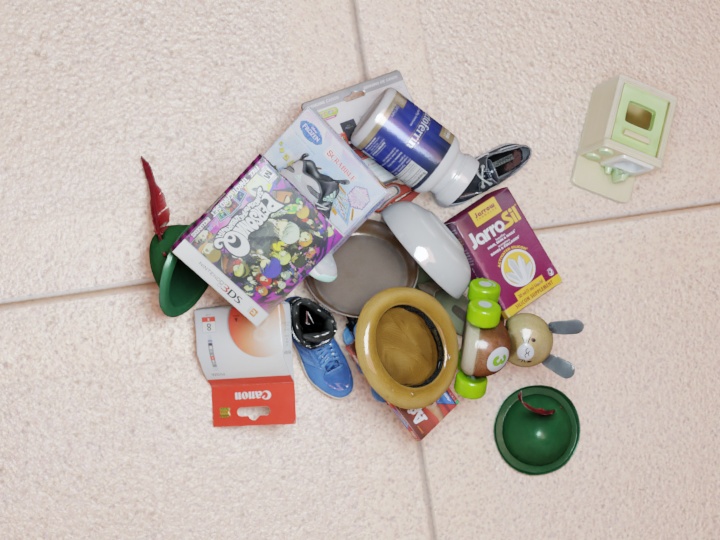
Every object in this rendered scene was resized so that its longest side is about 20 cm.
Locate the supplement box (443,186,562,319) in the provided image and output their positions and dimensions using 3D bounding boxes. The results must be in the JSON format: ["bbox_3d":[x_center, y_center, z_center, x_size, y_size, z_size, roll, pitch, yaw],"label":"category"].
[{"bbox_3d":[0.248,-0.029,1.707,0.131,0.103,0.201,-33,94,-14],"label":"supplement box"}]

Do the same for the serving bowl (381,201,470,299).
[{"bbox_3d":[0.124,-0.047,1.618,0.066,0.200,0.200,-41,98,10],"label":"serving bowl"}]

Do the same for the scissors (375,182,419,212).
[{"bbox_3d":[0.105,-0.159,1.723,0.200,0.014,0.073,-41,97,-14],"label":"scissors"}]

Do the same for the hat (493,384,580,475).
[{"bbox_3d":[0.336,0.288,1.669,0.199,0.176,0.167,1,86,-15],"label":"hat"}]

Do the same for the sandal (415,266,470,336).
[{"bbox_3d":[0.144,0.045,1.697,0.200,0.057,0.080,33,78,-11],"label":"sandal"}]

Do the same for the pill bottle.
[{"bbox_3d":[0.093,-0.202,1.584,0.200,0.116,0.116,35,78,-11],"label":"pill bottle"}]

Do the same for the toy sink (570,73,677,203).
[{"bbox_3d":[0.495,-0.244,1.784,0.130,0.112,0.201,19,81,-13],"label":"toy sink"}]

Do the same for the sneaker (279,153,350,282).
[{"bbox_3d":[-0.062,-0.093,1.510,0.140,0.078,0.201,-34,84,26],"label":"sneaker"}]

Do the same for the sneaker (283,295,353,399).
[{"bbox_3d":[-0.067,0.132,1.606,0.076,0.111,0.201,-29,94,-15],"label":"sneaker"}]

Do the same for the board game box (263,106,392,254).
[{"bbox_3d":[-0.084,-0.131,1.586,0.199,0.041,0.200,-44,81,15],"label":"board game box"}]

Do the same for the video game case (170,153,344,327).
[{"bbox_3d":[-0.155,-0.044,1.449,0.200,0.036,0.181,-45,111,2],"label":"video game case"}]

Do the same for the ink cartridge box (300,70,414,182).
[{"bbox_3d":[0.006,-0.232,1.666,0.199,0.084,0.177,-21,91,-16],"label":"ink cartridge box"}]

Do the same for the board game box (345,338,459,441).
[{"bbox_3d":[0.072,0.176,1.599,0.103,0.019,0.200,-40,95,-25],"label":"board game box"}]

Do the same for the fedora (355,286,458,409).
[{"bbox_3d":[0.065,0.127,1.551,0.199,0.082,0.202,4,81,-27],"label":"fedora"}]

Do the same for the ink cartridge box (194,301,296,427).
[{"bbox_3d":[-0.191,0.156,1.563,0.161,0.050,0.201,-5,84,20],"label":"ink cartridge box"}]

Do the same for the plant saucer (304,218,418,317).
[{"bbox_3d":[0.000,0.000,1.637,0.199,0.032,0.201,1,58,-2],"label":"plant saucer"}]

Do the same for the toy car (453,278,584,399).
[{"bbox_3d":[0.268,0.124,1.592,0.199,0.158,0.165,9,114,4],"label":"toy car"}]

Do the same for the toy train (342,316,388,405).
[{"bbox_3d":[0.052,0.142,1.655,0.114,0.087,0.201,-28,90,-23],"label":"toy train"}]

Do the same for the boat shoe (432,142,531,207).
[{"bbox_3d":[0.224,-0.175,1.726,0.199,0.068,0.072,-26,101,-16],"label":"boat shoe"}]

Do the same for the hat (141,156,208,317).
[{"bbox_3d":[-0.339,-0.042,1.555,0.175,0.166,0.200,21,44,16],"label":"hat"}]
